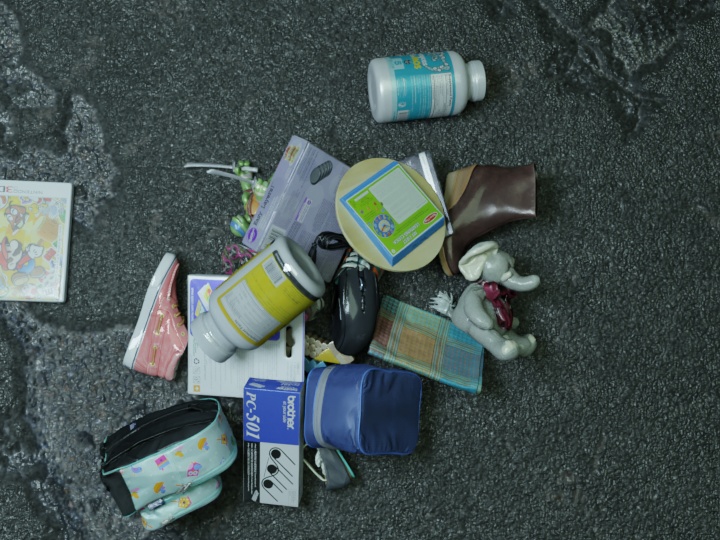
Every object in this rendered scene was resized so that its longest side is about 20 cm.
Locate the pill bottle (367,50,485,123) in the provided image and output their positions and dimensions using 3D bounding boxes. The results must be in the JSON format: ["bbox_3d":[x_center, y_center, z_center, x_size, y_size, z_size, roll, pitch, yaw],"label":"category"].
[{"bbox_3d":[0.116,-0.324,1.474,0.197,0.111,0.113,-7,83,-8],"label":"pill bottle"}]

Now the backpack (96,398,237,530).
[{"bbox_3d":[-0.288,0.293,1.312,0.198,0.176,0.155,-30,103,-9],"label":"backpack"}]

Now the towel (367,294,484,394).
[{"bbox_3d":[0.117,0.123,1.414,0.197,0.022,0.148,21,39,-3],"label":"towel"}]

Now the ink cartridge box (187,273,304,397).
[{"bbox_3d":[-0.182,0.109,1.362,0.196,0.043,0.202,3,98,8],"label":"ink cartridge box"}]

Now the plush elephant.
[{"bbox_3d":[0.228,0.039,1.407,0.199,0.164,0.157,32,102,29],"label":"plush elephant"}]

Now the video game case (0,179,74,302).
[{"bbox_3d":[-0.577,-0.050,1.400,0.179,0.023,0.204,2,82,-6],"label":"video game case"}]

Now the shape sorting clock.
[{"bbox_3d":[0.050,-0.091,1.367,0.197,0.039,0.203,10,61,-19],"label":"shape sorting clock"}]

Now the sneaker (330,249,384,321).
[{"bbox_3d":[0.000,0.000,1.408,0.070,0.080,0.203,18,93,12],"label":"sneaker"}]

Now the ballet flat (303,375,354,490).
[{"bbox_3d":[-0.080,0.273,1.391,0.072,0.073,0.202,-26,88,-9],"label":"ballet flat"}]

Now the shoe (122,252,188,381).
[{"bbox_3d":[-0.316,0.079,1.391,0.090,0.071,0.203,19,86,-5],"label":"shoe"}]

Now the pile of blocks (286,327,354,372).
[{"bbox_3d":[-0.107,0.132,1.414,0.197,0.062,0.083,15,93,4],"label":"pile of blocks"}]

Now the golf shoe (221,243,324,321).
[{"bbox_3d":[-0.150,0.021,1.422,0.199,0.092,0.073,37,114,16],"label":"golf shoe"}]

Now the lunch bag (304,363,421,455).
[{"bbox_3d":[0.003,0.222,1.352,0.131,0.199,0.138,-1,78,36],"label":"lunch bag"}]

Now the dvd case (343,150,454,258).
[{"bbox_3d":[0.048,-0.104,1.448,0.197,0.016,0.151,-18,84,14],"label":"dvd case"}]

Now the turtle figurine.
[{"bbox_3d":[-0.163,-0.163,1.404,0.193,0.144,0.201,-38,91,-15],"label":"turtle figurine"}]

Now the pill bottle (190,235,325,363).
[{"bbox_3d":[-0.158,0.049,1.273,0.199,0.112,0.113,-38,87,11],"label":"pill bottle"}]

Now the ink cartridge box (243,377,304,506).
[{"bbox_3d":[-0.139,0.276,1.346,0.092,0.044,0.203,4,106,6],"label":"ink cartridge box"}]

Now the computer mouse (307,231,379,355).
[{"bbox_3d":[-0.026,0.036,1.337,0.138,0.046,0.203,9,93,-26],"label":"computer mouse"}]

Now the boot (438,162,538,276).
[{"bbox_3d":[0.219,-0.090,1.441,0.164,0.072,0.203,-1,73,26],"label":"boot"}]

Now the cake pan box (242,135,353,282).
[{"bbox_3d":[-0.081,-0.092,1.378,0.183,0.052,0.202,22,94,-45],"label":"cake pan box"}]
